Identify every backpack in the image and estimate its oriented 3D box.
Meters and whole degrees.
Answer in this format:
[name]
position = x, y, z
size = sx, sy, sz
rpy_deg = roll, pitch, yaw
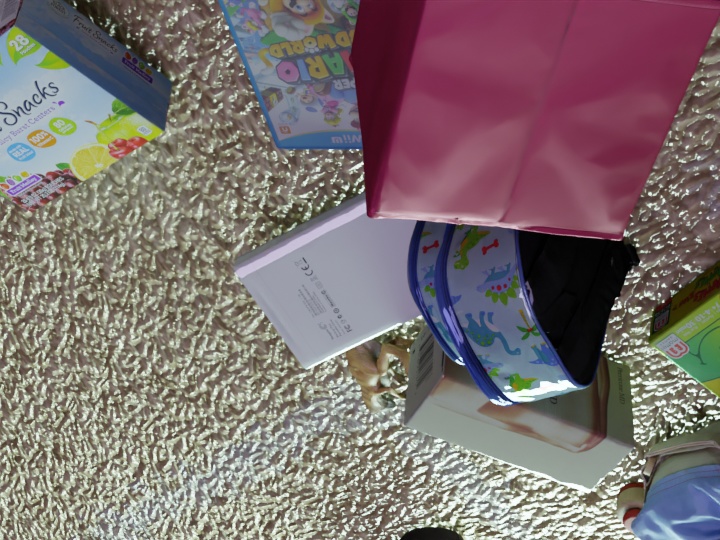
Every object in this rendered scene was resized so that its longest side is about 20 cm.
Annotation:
[backpack]
position = 0.129, 0.007, 1.020
size = 0.146, 0.201, 0.184
rpy_deg = -16, 122, 30

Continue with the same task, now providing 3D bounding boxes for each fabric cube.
[fabric cube]
position = 0.105, -0.166, 0.854
size = 0.197, 0.198, 0.201
rpy_deg = 4, 135, -11

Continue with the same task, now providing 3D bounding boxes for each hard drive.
[hard drive]
position = 0.000, 0.000, 1.141
size = 0.198, 0.027, 0.133
rpy_deg = -26, 116, 17

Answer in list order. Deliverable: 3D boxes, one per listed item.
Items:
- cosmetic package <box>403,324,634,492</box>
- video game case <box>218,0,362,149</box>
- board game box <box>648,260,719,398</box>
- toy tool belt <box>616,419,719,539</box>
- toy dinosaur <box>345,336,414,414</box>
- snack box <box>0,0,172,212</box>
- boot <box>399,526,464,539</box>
[cosmetic package]
position = 0.148, 0.116, 1.147
size = 0.198, 0.104, 0.088
rpy_deg = 21, 134, -14
[video game case]
position = -0.031, -0.175, 1.018
size = 0.141, 0.018, 0.201
rpy_deg = 2, 143, 18
[board game box]
position = 0.367, 0.082, 1.097
size = 0.199, 0.048, 0.102
rpy_deg = 36, 131, -11
[toy tool belt]
position = 0.318, 0.233, 1.190
size = 0.124, 0.123, 0.200
rpy_deg = 38, 131, -13
[toy dinosaur]
position = 0.007, 0.081, 1.221
size = 0.105, 0.061, 0.202
rpy_deg = -3, 127, 24
[snack box]
position = -0.297, -0.151, 1.103
size = 0.199, 0.068, 0.168
rpy_deg = -24, 137, 33
[boot]
position = 0.071, 0.354, 1.432
size = 0.075, 0.074, 0.200
rpy_deg = 24, 140, -27
